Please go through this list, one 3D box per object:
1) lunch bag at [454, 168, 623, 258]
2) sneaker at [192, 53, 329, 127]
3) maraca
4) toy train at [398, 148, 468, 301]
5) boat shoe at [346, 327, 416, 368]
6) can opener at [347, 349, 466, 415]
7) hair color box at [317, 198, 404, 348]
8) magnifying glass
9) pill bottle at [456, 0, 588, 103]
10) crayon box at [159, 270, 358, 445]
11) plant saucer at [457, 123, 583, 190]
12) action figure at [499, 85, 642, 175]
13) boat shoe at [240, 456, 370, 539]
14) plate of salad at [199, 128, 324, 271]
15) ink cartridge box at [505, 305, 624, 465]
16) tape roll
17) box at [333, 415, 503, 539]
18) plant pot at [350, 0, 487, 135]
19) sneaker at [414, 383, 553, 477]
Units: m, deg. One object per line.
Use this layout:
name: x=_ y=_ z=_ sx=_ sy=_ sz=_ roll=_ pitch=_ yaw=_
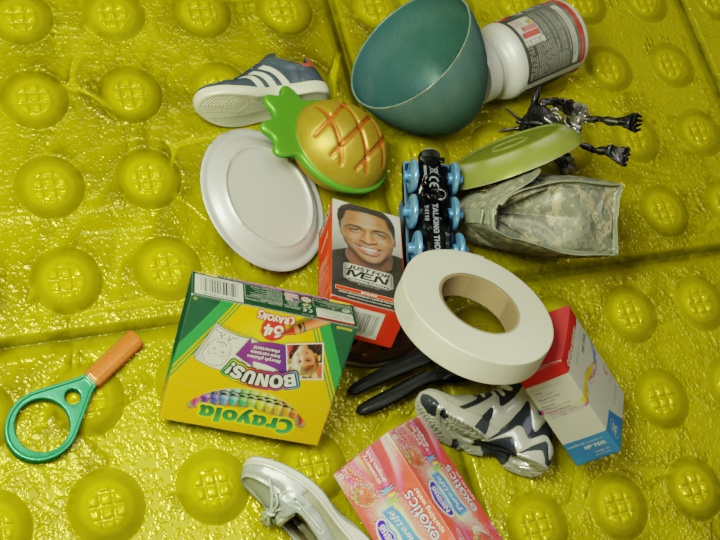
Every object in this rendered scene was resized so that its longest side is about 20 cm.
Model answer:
lunch bag: x=0.228 y=-0.079 z=1.556 sx=0.196 sy=0.164 sz=0.120 roll=2 pitch=93 yaw=-19
sneaker: x=-0.144 y=-0.255 z=1.576 sx=0.197 sy=0.075 sz=0.086 roll=-8 pitch=61 yaw=-30
maraca: x=-0.046 y=-0.175 z=1.538 sx=0.198 sy=0.107 sz=0.139 roll=21 pitch=51 yaw=-25
toy train: x=0.090 y=-0.060 z=1.536 sx=0.085 sy=0.115 sz=0.203 roll=3 pitch=64 yaw=-11
boat shoe: x=-0.004 y=0.081 z=1.458 sx=0.197 sy=0.068 sz=0.073 roll=-3 pitch=66 yaw=-22
can opener: x=0.074 y=0.128 z=1.471 sx=0.197 sy=0.079 sz=0.064 roll=-18 pitch=72 yaw=-15
hair color box: x=0.000 y=0.000 z=1.447 sx=0.100 sy=0.062 sz=0.202 roll=14 pitch=36 yaw=-13
magnifying glass: x=-0.331 y=0.143 z=1.336 sx=0.079 sy=0.022 sz=0.200 roll=42 pitch=60 yaw=4
pill bottle: x=0.238 y=-0.326 z=1.722 sx=0.198 sy=0.116 sz=0.117 roll=-26 pitch=75 yaw=-29
crayon box: x=-0.121 y=0.106 z=1.343 sx=0.196 sy=0.175 sz=0.059 roll=12 pitch=26 yaw=-14
plant saucer: x=0.210 y=-0.163 z=1.586 sx=0.198 sy=0.199 sz=0.032 roll=-28 pitch=102 yaw=-29
action figure: x=0.310 y=-0.202 z=1.697 sx=0.197 sy=0.102 sz=0.121 roll=14 pitch=86 yaw=31
boat shoe: x=-0.064 y=0.296 z=1.329 sx=0.202 sy=0.074 sz=0.065 roll=44 pitch=54 yaw=-3
plate of salad: x=-0.131 y=-0.090 z=1.503 sx=0.198 sy=0.048 sz=0.203 roll=22 pitch=56 yaw=-35
ink cartridge box: x=0.262 y=0.133 z=1.466 sx=0.201 sy=0.067 sz=0.117 roll=54 pitch=31 yaw=-22
tape roll: x=0.137 y=0.052 z=1.377 sx=0.199 sy=0.037 sz=0.204 roll=16 pitch=37 yaw=-12
box: x=0.072 y=0.289 z=1.348 sx=0.202 sy=0.102 sz=0.094 roll=57 pitch=28 yaw=12
plant pot: x=0.103 y=-0.270 z=1.620 sx=0.135 sy=0.198 sz=0.203 roll=43 pitch=50 yaw=-40
sneaker: x=0.168 y=0.168 z=1.474 sx=0.196 sy=0.080 sz=0.131 roll=23 pitch=57 yaw=-8
